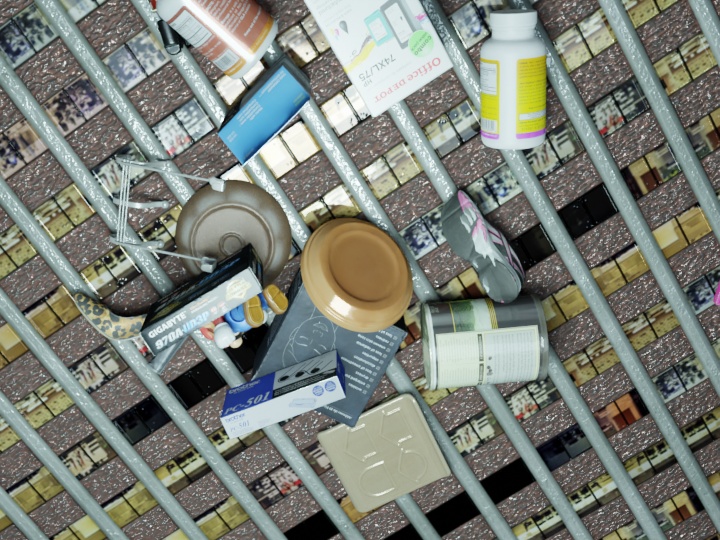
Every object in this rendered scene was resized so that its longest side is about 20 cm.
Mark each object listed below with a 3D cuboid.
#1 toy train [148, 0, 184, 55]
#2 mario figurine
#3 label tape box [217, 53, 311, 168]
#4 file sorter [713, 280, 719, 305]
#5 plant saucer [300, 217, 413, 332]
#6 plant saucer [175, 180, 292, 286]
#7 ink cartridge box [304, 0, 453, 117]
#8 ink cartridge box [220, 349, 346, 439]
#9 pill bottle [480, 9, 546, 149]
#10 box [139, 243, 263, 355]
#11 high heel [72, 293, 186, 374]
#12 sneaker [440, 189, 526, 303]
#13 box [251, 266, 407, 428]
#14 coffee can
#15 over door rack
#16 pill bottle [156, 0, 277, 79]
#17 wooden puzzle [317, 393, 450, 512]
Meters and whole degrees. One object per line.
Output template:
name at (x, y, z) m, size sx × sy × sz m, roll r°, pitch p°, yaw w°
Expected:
toy train at (-0.312, -0.424, 1.362) m, size 0.033 × 0.046 × 0.203 m, roll -16°, pitch 110°, yaw 3°
mario figurine at (-0.193, 0.089, 1.490) m, size 0.122 × 0.199 × 0.108 m, roll 16°, pitch 68°, yaw -32°
label tape box at (-0.144, -0.242, 1.355) m, size 0.143 × 0.200 × 0.066 m, roll -43°, pitch 105°, yaw 12°
file sorter at (0.739, 0.028, 1.543) m, size 0.196 × 0.126 × 0.142 m, roll 9°, pitch 110°, yaw -7°
plant saucer at (0.000, 0.000, 1.462) m, size 0.197 × 0.203 × 0.038 m, roll 25°, pitch 145°, yaw -12°
plant saucer at (-0.213, -0.047, 1.509) m, size 0.196 × 0.037 × 0.205 m, roll -1°, pitch 110°, yaw -2°
ink cartridge box at (0.025, -0.363, 1.350) m, size 0.145 × 0.146 × 0.202 m, roll -31°, pitch 109°, yaw 8°
ink cartridge box at (-0.122, 0.197, 1.442) m, size 0.197 × 0.094 × 0.045 m, roll -21°, pitch 110°, yaw 5°
pill bottle at (0.238, -0.298, 1.409) m, size 0.102 × 0.105 × 0.204 m, roll -4°, pitch 110°, yaw -2°
box at (-0.245, 0.043, 1.426) m, size 0.198 × 0.159 × 0.046 m, roll -31°, pitch 105°, yaw 3°
high heel at (-0.374, 0.061, 1.532) m, size 0.199 × 0.071 × 0.144 m, roll 38°, pitch 88°, yaw -9°
sneaker at (0.209, -0.044, 1.519) m, size 0.080 × 0.086 × 0.202 m, roll -28°, pitch 91°, yaw 36°
box at (-0.053, 0.123, 1.531) m, size 0.197 × 0.124 × 0.199 m, roll 26°, pitch 105°, yaw -11°
coffee can at (0.207, 0.121, 1.533) m, size 0.195 × 0.147 × 0.149 m, roll -5°, pitch 110°, yaw -2°
over door rack at (-0.306, -0.095, 1.460) m, size 0.196 × 0.067 × 0.151 m, roll 15°, pitch 109°, yaw 14°
pill bottle at (-0.226, -0.387, 1.330) m, size 0.199 × 0.113 × 0.112 m, roll 39°, pitch 103°, yaw -26°
wooden puzzle at (0.043, 0.330, 1.656) m, size 0.197 × 0.046 × 0.188 m, roll -23°, pitch 109°, yaw 10°
